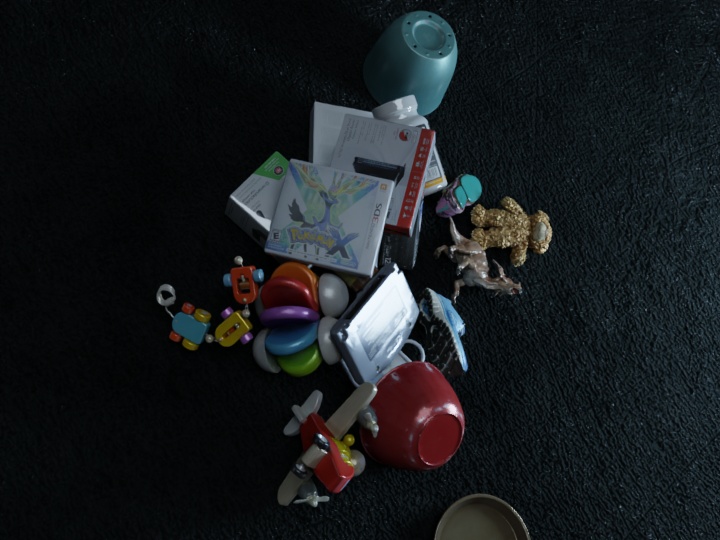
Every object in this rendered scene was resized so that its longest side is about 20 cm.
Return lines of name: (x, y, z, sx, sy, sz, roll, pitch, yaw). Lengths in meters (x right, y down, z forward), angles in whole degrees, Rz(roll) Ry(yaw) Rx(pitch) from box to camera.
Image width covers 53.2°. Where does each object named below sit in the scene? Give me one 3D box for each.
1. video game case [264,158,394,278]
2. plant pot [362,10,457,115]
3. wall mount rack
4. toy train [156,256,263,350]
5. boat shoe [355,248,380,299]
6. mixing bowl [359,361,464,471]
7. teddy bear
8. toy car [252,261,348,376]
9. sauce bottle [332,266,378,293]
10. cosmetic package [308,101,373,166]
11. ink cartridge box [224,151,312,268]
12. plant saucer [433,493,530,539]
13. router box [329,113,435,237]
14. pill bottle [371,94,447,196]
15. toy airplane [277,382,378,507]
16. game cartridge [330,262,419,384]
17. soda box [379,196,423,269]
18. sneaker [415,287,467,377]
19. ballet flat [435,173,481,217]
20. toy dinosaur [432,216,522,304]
video game case: (-0.055, -0.095, 1.286, 0.197, 0.022, 0.185, 13, 75, 6)
plant pot: (0.123, -0.469, 1.584, 0.198, 0.161, 0.203, 7, 67, -16)
wall mount rack: (0.040, 0.175, 1.349, 0.174, 0.075, 0.200, 43, 62, 5)
toy train: (-0.251, 0.060, 1.264, 0.197, 0.056, 0.152, -12, 94, 13)
boat shoe: (0.000, 0.000, 1.417, 0.066, 0.074, 0.202, 9, 56, 2)
mixing bowl: (0.108, 0.271, 1.258, 0.198, 0.108, 0.203, -9, 108, -30)
teddy bear: (0.327, -0.088, 1.551, 0.198, 0.067, 0.147, 21, 67, -9)
toy car: (-0.118, 0.080, 1.264, 0.173, 0.150, 0.203, -9, 64, 17)
sauce bottle: (-0.054, -0.049, 1.319, 0.200, 0.066, 0.066, 46, 63, 2)
cosmetic package: (-0.032, -0.245, 1.505, 0.149, 0.052, 0.203, 6, 67, -14)
ink cartridge box: (-0.140, -0.106, 1.396, 0.200, 0.084, 0.146, 41, 64, 0)
plant saucer: (0.219, 0.510, 1.299, 0.197, 0.029, 0.203, 7, 67, -15)
router box: (0.032, -0.179, 1.345, 0.177, 0.049, 0.202, 12, 75, 10)
pill bottle: (0.098, -0.249, 1.484, 0.115, 0.116, 0.202, -22, 96, -24)
toy airplane: (-0.054, 0.300, 1.222, 0.141, 0.199, 0.201, 36, 50, -19)
game cartridge: (0.031, 0.098, 1.277, 0.200, 0.041, 0.134, -48, 129, -38)
soda box: (0.085, -0.108, 1.419, 0.070, 0.063, 0.203, 8, 102, 9)
sneaker: (0.175, 0.118, 1.392, 0.089, 0.079, 0.201, 12, 42, -27)
ballet flat: (0.201, -0.157, 1.524, 0.070, 0.071, 0.200, 63, 28, -9)
toy dinosaur: (0.238, -0.016, 1.487, 0.134, 0.086, 0.202, -13, 69, -22)
